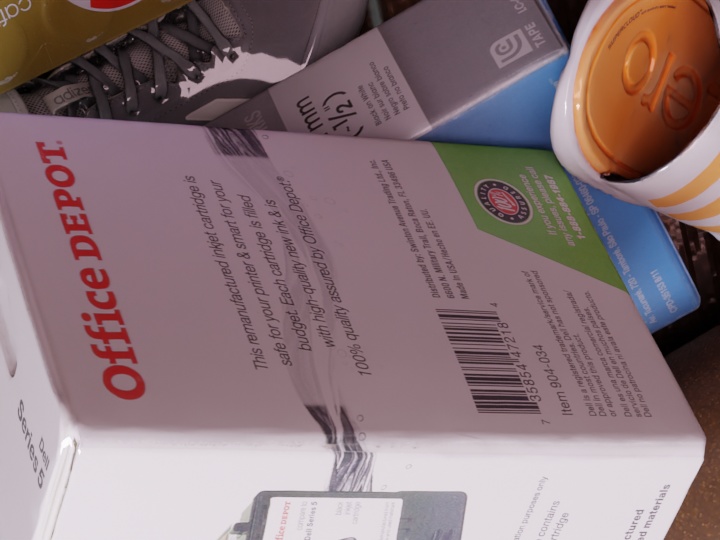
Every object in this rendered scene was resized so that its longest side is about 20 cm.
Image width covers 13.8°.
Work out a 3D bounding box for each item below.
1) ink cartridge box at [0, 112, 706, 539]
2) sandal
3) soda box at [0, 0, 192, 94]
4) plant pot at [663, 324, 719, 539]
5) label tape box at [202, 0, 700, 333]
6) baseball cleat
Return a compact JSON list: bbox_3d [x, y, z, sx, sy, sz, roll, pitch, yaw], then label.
[{"bbox_3d":[-0.019,0.031,0.906,0.200,0.146,0.084,3,130,-24],"label":"ink cartridge box"},{"bbox_3d":[0.137,-0.046,1.005,0.207,0.059,0.079,23,84,-53],"label":"sandal"},{"bbox_3d":[-0.124,-0.100,0.982,0.200,0.064,0.068,-28,114,-18],"label":"soda box"},{"bbox_3d":[0.154,0.095,1.041,0.198,0.200,0.200,-25,105,11],"label":"plant pot"},{"bbox_3d":[0.000,0.000,1.032,0.200,0.066,0.143,-28,135,5],"label":"label tape box"},{"bbox_3d":[-0.084,-0.053,1.023,0.200,0.070,0.106,-46,146,7],"label":"baseball cleat"}]
